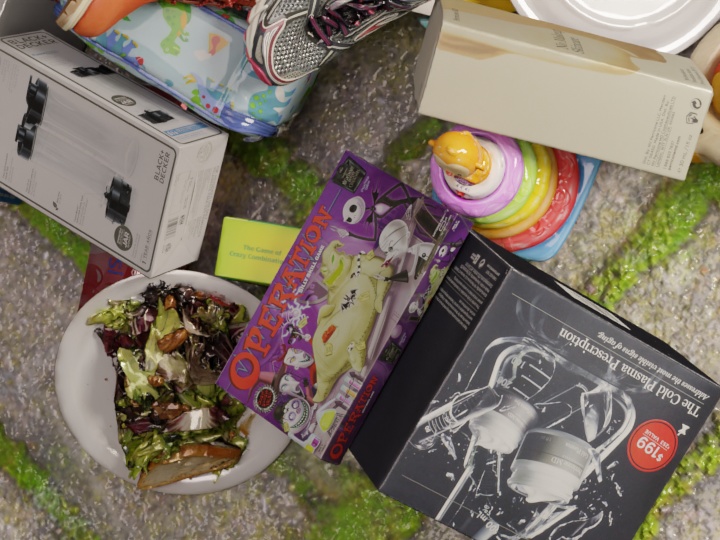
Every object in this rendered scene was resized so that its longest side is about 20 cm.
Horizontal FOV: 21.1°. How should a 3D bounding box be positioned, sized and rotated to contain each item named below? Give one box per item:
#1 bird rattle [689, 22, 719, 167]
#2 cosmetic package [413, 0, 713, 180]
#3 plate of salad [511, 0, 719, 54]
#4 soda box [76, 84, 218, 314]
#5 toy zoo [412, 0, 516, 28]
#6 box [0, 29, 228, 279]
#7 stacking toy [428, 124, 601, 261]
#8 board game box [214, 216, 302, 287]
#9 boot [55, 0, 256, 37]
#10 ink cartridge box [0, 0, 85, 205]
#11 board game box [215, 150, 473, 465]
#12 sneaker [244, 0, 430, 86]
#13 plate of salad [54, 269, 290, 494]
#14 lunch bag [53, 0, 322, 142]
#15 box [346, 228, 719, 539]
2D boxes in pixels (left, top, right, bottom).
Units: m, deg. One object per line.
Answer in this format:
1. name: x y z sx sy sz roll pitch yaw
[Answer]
1. bird rattle: 0.307 -0.140 1.401 0.162 0.112 0.202 5 85 35
2. cosmetic package: 0.142 -0.133 1.383 0.198 0.105 0.072 14 108 -6
3. plate of salad: 0.194 -0.253 1.439 0.198 0.048 0.202 -2 100 -10
4. soda box: -0.171 -0.046 1.564 0.063 0.070 0.202 10 89 19
5. toy zoo: 0.074 -0.269 1.446 0.130 0.020 0.202 1 110 -8
6. box: -0.205 -0.093 1.491 0.199 0.060 0.117 28 119 25
7. stacking toy: 0.092 -0.073 1.409 0.116 0.200 0.110 28 96 17
8. board game box: 0.000 0.000 1.487 0.198 0.102 0.048 9 88 19
9. boot: -0.122 -0.216 1.390 0.200 0.075 0.107 -40 103 -9
10. ink cartridge box: -0.305 -0.167 1.579 0.084 0.144 0.201 25 93 19
11. board game box: -0.014 0.025 1.403 0.120 0.032 0.201 31 93 41
12. sneaker: 0.002 -0.204 1.385 0.200 0.081 0.075 -40 44 -1
13. plate of salad: -0.143 0.095 1.514 0.198 0.048 0.202 1 115 2
14. lunch bag: -0.129 -0.180 1.502 0.199 0.161 0.083 30 102 0
15. box: 0.123 0.104 1.387 0.199 0.104 0.183 28 98 -21
